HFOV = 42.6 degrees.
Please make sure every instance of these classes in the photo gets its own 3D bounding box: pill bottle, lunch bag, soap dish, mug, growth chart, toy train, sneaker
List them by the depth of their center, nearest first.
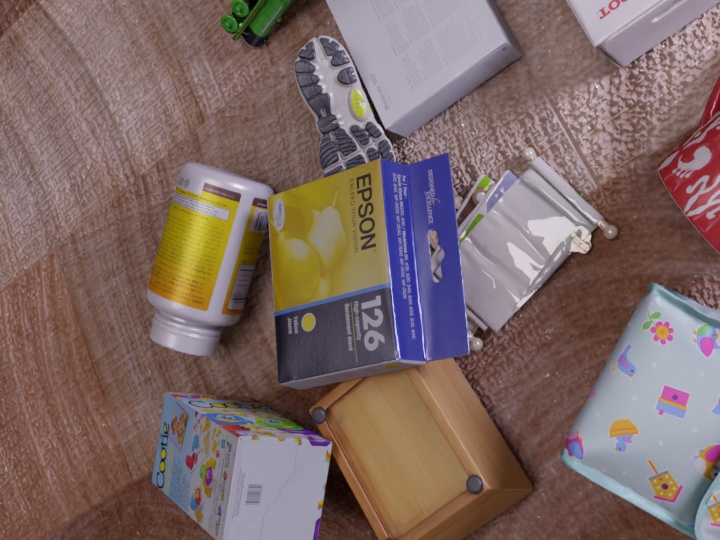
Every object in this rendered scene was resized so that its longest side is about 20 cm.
[{"bbox_3d":[0.350,-0.114,0.739,0.133,0.178,0.200,42,116,-12],"label":"mug"},{"bbox_3d":[0.287,0.127,0.740,0.199,0.122,0.171,31,99,21],"label":"lunch bag"},{"bbox_3d":[0.049,0.169,0.900,0.157,0.081,0.201,-40,68,22],"label":"soap dish"},{"bbox_3d":[0.132,-0.023,0.903,0.200,0.018,0.145,-45,65,20],"label":"growth chart"},{"bbox_3d":[-0.009,-0.147,0.967,0.077,0.080,0.202,-15,96,7],"label":"sneaker"},{"bbox_3d":[-0.090,-0.316,1.012,0.056,0.042,0.200,39,138,-11],"label":"toy train"},{"bbox_3d":[-0.172,-0.011,1.031,0.109,0.109,0.202,20,96,30],"label":"pill bottle"}]

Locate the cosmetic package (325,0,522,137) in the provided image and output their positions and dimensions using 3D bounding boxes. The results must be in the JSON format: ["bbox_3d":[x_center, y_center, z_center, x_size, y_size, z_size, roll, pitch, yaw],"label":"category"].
[{"bbox_3d":[0.055,-0.264,0.949,0.150,0.052,0.201,-31,71,23],"label":"cosmetic package"}]

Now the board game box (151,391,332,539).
[{"bbox_3d":[-0.126,0.197,0.945,0.200,0.102,0.106,12,93,58],"label":"board game box"}]

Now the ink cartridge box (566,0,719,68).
[{"bbox_3d":[0.237,-0.308,0.825,0.146,0.083,0.201,-32,70,25],"label":"ink cartridge box"}]

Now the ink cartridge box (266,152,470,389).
[{"bbox_3d":[0.000,0.000,0.885,0.199,0.047,0.199,-17,69,35],"label":"ink cartridge box"}]
